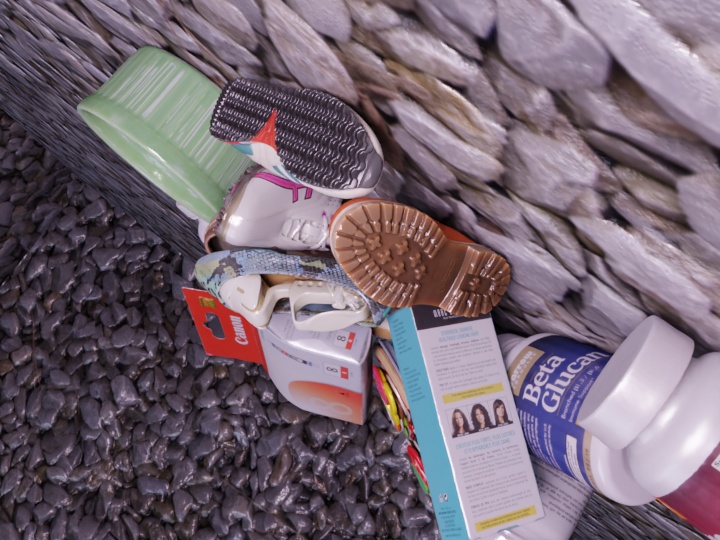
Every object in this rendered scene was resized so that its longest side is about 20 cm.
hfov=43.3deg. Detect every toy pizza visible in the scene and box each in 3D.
[{"bbox_3d":[0.053,0.163,0.920,0.202,0.031,0.200,63,175,9],"label":"toy pizza"}]

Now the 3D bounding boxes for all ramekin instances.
[{"bbox_3d":[-0.190,-0.143,0.963,0.199,0.098,0.200,36,170,7],"label":"ramekin"}]

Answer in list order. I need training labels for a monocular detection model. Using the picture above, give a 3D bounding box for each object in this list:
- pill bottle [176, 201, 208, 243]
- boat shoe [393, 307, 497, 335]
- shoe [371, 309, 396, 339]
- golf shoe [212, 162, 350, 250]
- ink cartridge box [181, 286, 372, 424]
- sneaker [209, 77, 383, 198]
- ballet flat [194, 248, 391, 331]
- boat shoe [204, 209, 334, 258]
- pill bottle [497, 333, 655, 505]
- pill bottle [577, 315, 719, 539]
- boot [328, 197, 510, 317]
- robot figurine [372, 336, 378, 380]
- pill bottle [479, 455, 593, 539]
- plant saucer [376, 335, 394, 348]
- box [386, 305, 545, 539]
[{"bbox_3d":[-0.128,-0.050,1.132,0.200,0.113,0.112,42,169,-24],"label":"pill bottle"},{"bbox_3d":[0.082,0.028,0.890,0.070,0.071,0.200,-5,143,40],"label":"boat shoe"},{"bbox_3d":[0.000,0.000,0.967,0.200,0.069,0.054,-128,29,-46],"label":"shoe"},{"bbox_3d":[-0.057,-0.055,0.835,0.092,0.073,0.200,31,-157,15],"label":"golf shoe"},{"bbox_3d":[-0.086,0.092,0.945,0.198,0.051,0.163,10,150,7],"label":"ink cartridge box"},{"bbox_3d":[-0.036,-0.103,0.747,0.199,0.071,0.093,26,-177,42],"label":"sneaker"},{"bbox_3d":[-0.065,0.021,0.805,0.198,0.075,0.074,0,156,18],"label":"ballet flat"},{"bbox_3d":[-0.065,0.006,0.882,0.198,0.076,0.072,23,-160,2],"label":"boat shoe"},{"bbox_3d":[0.186,0.119,0.808,0.111,0.111,0.199,42,169,-29],"label":"pill bottle"},{"bbox_3d":[0.252,0.125,0.605,0.199,0.110,0.110,36,170,7],"label":"pill bottle"},{"bbox_3d":[0.027,-0.022,0.736,0.199,0.075,0.107,21,-166,-49],"label":"boot"},{"bbox_3d":[0.090,0.123,1.159,0.168,0.114,0.199,11,-172,-36],"label":"robot figurine"},{"bbox_3d":[0.186,0.211,0.942,0.113,0.201,0.113,30,171,5],"label":"pill bottle"},{"bbox_3d":[0.076,0.123,0.986,0.201,0.036,0.200,56,175,7],"label":"plant saucer"},{"bbox_3d":[0.089,0.125,0.787,0.049,0.081,0.202,-35,66,59],"label":"box"}]
